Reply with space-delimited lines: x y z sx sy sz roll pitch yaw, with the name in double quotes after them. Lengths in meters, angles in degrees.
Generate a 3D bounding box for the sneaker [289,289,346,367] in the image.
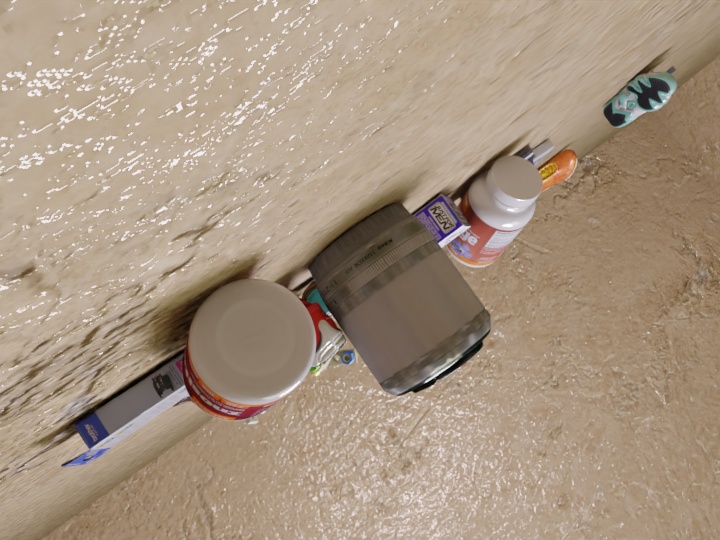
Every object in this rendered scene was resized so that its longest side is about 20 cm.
-0.088 0.063 0.785 0.077 0.085 0.200 -38 -161 -27 "sneaker"

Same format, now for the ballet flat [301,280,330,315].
0.000 0.000 0.874 0.200 0.068 0.072 -35 -166 -6 "ballet flat"

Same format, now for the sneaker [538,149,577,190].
0.529 -0.266 1.702 0.077 0.073 0.200 -19 163 -34 "sneaker"

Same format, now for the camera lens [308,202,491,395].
0.051 0.039 0.749 0.160 0.200 0.160 -35 174 -4 "camera lens"

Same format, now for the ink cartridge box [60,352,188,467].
-0.261 0.160 0.732 0.200 0.042 0.119 -36 175 -17 "ink cartridge box"

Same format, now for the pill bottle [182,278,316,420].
-0.120 0.090 0.610 0.113 0.113 0.200 -33 173 -26 "pill bottle"

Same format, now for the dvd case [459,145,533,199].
0.266 -0.147 1.153 0.149 0.016 0.200 -36 158 6 "dvd case"

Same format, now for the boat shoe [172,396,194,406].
-0.219 0.174 0.917 0.072 0.072 0.200 -37 174 14 "boat shoe"

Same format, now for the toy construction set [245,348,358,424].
-0.115 0.135 0.912 0.200 0.131 0.092 -36 174 3 "toy construction set"

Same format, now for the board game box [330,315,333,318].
-0.098 0.102 1.165 0.151 0.046 0.200 -33 174 -24 "board game box"

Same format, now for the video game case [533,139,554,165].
0.289 -0.179 1.252 0.182 0.023 0.200 -34 174 -11 "video game case"

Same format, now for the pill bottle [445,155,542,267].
0.220 -0.097 1.014 0.112 0.112 0.200 -32 163 -26 "pill bottle"

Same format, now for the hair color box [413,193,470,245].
0.073 -0.036 0.962 0.200 0.065 0.109 -35 174 14 "hair color box"

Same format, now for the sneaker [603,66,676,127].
0.594 -0.374 1.220 0.140 0.078 0.200 -36 -176 -10 "sneaker"
